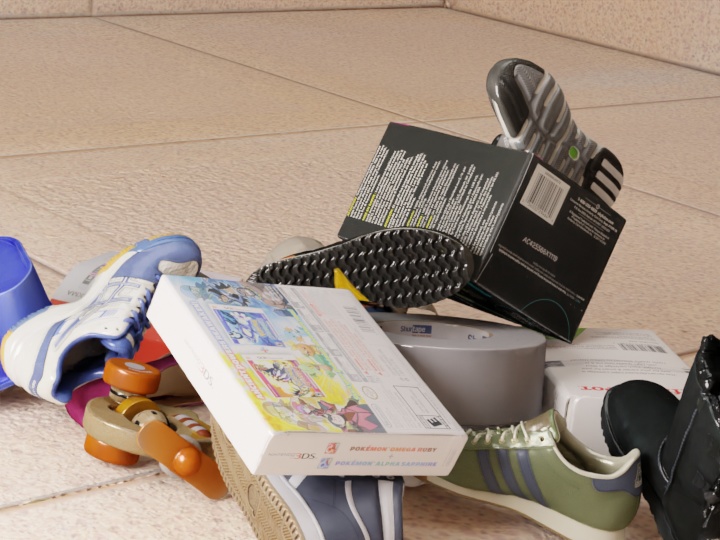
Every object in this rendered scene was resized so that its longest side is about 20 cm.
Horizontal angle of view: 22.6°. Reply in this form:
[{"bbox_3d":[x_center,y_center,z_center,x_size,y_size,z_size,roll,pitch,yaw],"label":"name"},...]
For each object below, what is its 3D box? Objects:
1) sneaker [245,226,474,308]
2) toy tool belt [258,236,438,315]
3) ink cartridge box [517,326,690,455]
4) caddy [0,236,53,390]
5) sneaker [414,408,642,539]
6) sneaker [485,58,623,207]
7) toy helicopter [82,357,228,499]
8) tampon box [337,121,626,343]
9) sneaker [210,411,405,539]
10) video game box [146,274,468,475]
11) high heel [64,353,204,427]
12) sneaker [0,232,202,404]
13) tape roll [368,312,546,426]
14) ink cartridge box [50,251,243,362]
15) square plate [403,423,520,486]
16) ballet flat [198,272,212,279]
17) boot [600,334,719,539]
[{"bbox_3d":[0.000,0.000,1.563,0.199,0.070,0.090,-11,7,6],"label":"sneaker"},{"bbox_3d":[-0.007,0.048,1.707,0.199,0.125,0.123,27,0,-15],"label":"toy tool belt"},{"bbox_3d":[0.222,0.119,1.611,0.145,0.084,0.200,3,16,-10],"label":"ink cartridge box"},{"bbox_3d":[-0.343,0.052,1.621,0.141,0.105,0.200,-23,23,-11],"label":"caddy"},{"bbox_3d":[0.129,0.143,1.422,0.199,0.090,0.067,22,22,9],"label":"sneaker"},{"bbox_3d":[0.149,-0.123,1.672,0.115,0.075,0.200,12,-26,49],"label":"sneaker"},{"bbox_3d":[-0.125,0.140,1.451,0.199,0.079,0.132,15,7,-13],"label":"toy helicopter"},{"bbox_3d":[0.110,-0.039,1.661,0.150,0.127,0.200,30,-7,-40],"label":"tampon box"},{"bbox_3d":[-0.038,0.152,1.367,0.108,0.070,0.200,-4,43,-28],"label":"sneaker"},{"bbox_3d":[-0.042,0.080,1.370,0.182,0.047,0.200,8,29,-37],"label":"video game box"},{"bbox_3d":[-0.162,0.110,1.582,0.199,0.068,0.096,-2,34,-17],"label":"high heel"},{"bbox_3d":[-0.204,0.047,1.534,0.200,0.075,0.088,-37,44,-20],"label":"sneaker"},{"bbox_3d":[0.059,0.082,1.553,0.199,0.066,0.200,3,6,0],"label":"tape roll"},{"bbox_3d":[-0.233,0.034,1.817,0.162,0.057,0.200,12,13,20],"label":"ink cartridge box"},{"bbox_3d":[0.016,0.137,1.562,0.199,0.029,0.198,17,16,28],"label":"square plate"},{"bbox_3d":[-0.116,0.060,1.578,0.200,0.046,0.067,32,69,37],"label":"ballet flat"},{"bbox_3d":[0.255,0.117,1.388,0.073,0.163,0.199,-6,45,-15],"label":"boot"}]
